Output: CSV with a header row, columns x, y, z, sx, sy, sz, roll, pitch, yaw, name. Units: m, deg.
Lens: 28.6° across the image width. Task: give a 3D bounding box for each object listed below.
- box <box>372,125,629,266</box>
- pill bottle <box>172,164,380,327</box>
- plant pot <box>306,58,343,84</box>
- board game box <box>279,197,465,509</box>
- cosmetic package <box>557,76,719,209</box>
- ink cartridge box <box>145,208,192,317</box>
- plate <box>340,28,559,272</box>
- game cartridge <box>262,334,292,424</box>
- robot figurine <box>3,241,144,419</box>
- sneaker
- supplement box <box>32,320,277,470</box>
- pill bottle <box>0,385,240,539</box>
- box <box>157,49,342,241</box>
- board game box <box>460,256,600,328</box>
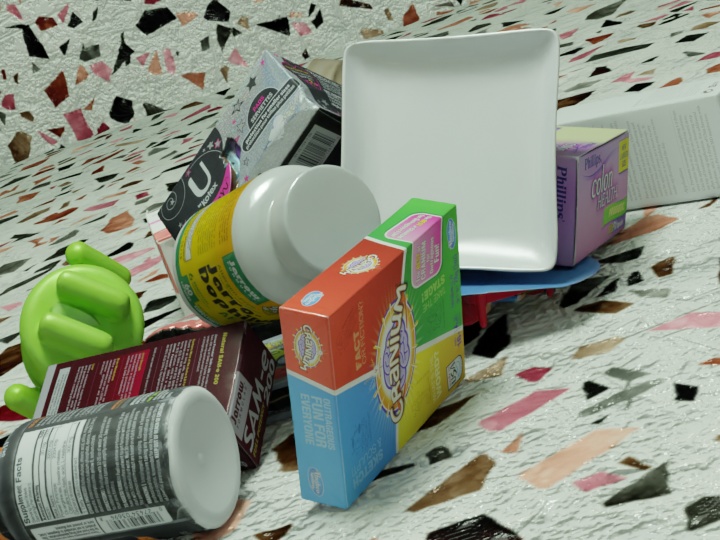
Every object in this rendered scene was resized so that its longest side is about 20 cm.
x,y,z,sx,sy,sz,roll,pitch,yaw,name
0.130,-0.077,1.303,0.198,0.098,0.176,5,14,24,box
-0.066,-0.020,1.126,0.112,0.114,0.199,-29,5,-31,pill bottle
0.026,-0.155,1.707,0.171,0.203,0.200,2,21,14,plant pot
0.015,0.056,1.037,0.040,0.155,0.200,9,29,28,board game box
0.282,-0.121,1.397,0.198,0.103,0.071,-7,19,36,cosmetic package
-0.185,-0.012,1.568,0.067,0.118,0.200,-22,17,-7,ink cartridge box
0.077,-0.099,1.205,0.197,0.203,0.032,0,-3,24,plate
-0.053,0.087,1.237,0.198,0.041,0.133,-18,12,8,game cartridge
-0.266,0.066,1.349,0.114,0.177,0.200,19,-20,-6,robot figurine
-0.114,0.050,1.360,0.198,0.075,0.087,-14,15,22,sneaker
-0.174,0.118,1.159,0.198,0.061,0.110,-13,45,23,supplement box
-0.198,0.155,1.055,0.198,0.107,0.106,-13,17,22,pill bottle
-0.080,-0.087,1.358,0.201,0.131,0.115,-55,48,16,box
0.111,0.020,1.233,0.197,0.039,0.158,-5,11,6,board game box
